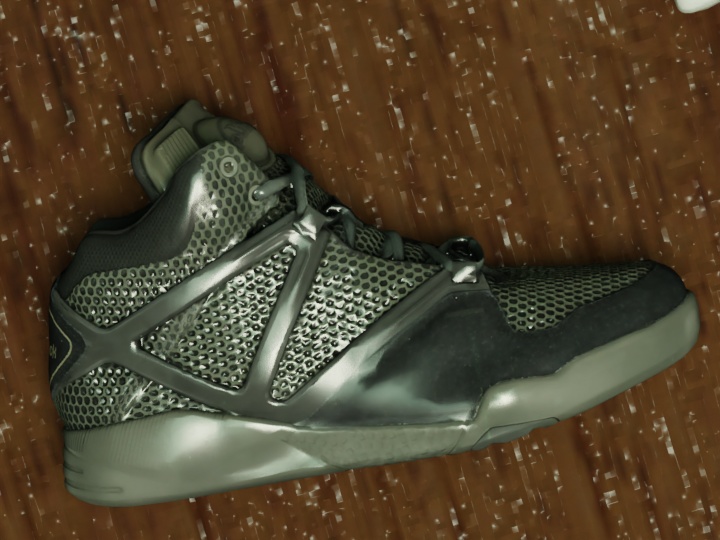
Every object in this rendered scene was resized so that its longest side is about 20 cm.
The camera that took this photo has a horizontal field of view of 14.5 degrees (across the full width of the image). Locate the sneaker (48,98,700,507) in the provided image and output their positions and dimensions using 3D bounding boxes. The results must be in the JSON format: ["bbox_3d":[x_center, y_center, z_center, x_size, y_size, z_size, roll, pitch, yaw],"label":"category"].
[{"bbox_3d":[0.000,0.000,0.850,0.198,0.076,0.115,-9,99,5],"label":"sneaker"}]

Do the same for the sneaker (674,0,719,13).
[{"bbox_3d":[0.185,-0.071,0.861,0.200,0.075,0.087,33,104,5],"label":"sneaker"}]
